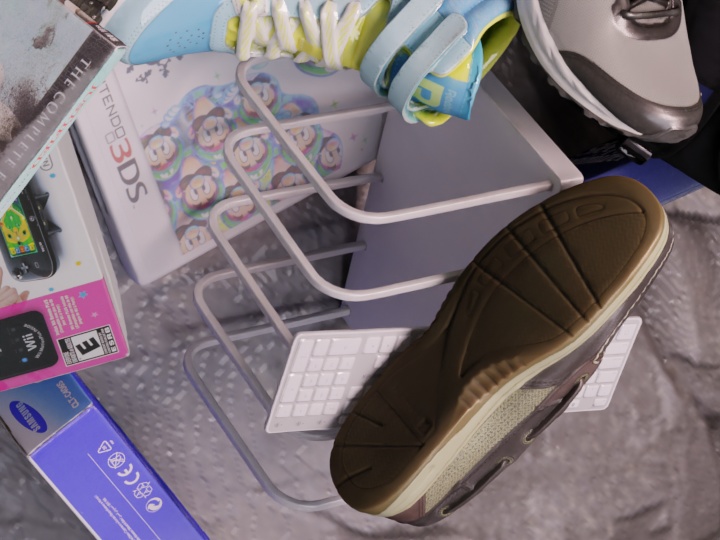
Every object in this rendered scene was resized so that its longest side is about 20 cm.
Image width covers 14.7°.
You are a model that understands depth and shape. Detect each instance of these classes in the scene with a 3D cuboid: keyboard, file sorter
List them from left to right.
[{"bbox_3d":[0.000,0.000,1.360,0.124,0.139,0.200,-13,136,-28],"label":"file sorter"},{"bbox_3d":[0.047,0.048,1.326,0.200,0.011,0.056,-2,131,-33],"label":"keyboard"}]

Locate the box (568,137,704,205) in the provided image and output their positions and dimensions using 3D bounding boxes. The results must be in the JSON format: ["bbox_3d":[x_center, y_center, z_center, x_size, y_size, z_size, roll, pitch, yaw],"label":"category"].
[{"bbox_3d":[0.141,-0.050,1.462,0.200,0.121,0.032,-22,97,-19],"label":"box"}]

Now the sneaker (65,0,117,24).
[{"bbox_3d":[-0.127,-0.188,1.211,0.079,0.089,0.200,84,25,-80],"label":"sneaker"}]

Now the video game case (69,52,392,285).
[{"bbox_3d":[-0.051,-0.108,1.363,0.200,0.024,0.182,-29,130,-14],"label":"video game case"}]

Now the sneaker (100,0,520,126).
[{"bbox_3d":[-0.016,-0.111,1.271,0.200,0.131,0.080,-23,159,-16],"label":"sneaker"}]

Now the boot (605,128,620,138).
[{"bbox_3d":[0.197,-0.170,1.452,0.154,0.073,0.204,-13,126,-29],"label":"boot"}]

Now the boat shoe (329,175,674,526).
[{"bbox_3d":[0.072,0.040,1.286,0.201,0.072,0.066,-46,142,10],"label":"boat shoe"}]

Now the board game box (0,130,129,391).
[{"bbox_3d":[-0.220,-0.005,1.256,0.200,0.064,0.148,-15,128,1],"label":"board game box"}]

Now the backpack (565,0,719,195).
[{"bbox_3d":[0.206,-0.139,1.309,0.154,0.163,0.200,-51,164,-35],"label":"backpack"}]

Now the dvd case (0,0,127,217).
[{"bbox_3d":[-0.218,-0.098,1.171,0.146,0.200,0.022,-51,174,7],"label":"dvd case"}]

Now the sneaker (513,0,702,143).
[{"bbox_3d":[0.110,-0.152,1.264,0.074,0.200,0.079,-8,163,-39],"label":"sneaker"}]

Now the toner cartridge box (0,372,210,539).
[{"bbox_3d":[-0.121,0.115,1.413,0.043,0.095,0.200,-39,131,-5],"label":"toner cartridge box"}]
